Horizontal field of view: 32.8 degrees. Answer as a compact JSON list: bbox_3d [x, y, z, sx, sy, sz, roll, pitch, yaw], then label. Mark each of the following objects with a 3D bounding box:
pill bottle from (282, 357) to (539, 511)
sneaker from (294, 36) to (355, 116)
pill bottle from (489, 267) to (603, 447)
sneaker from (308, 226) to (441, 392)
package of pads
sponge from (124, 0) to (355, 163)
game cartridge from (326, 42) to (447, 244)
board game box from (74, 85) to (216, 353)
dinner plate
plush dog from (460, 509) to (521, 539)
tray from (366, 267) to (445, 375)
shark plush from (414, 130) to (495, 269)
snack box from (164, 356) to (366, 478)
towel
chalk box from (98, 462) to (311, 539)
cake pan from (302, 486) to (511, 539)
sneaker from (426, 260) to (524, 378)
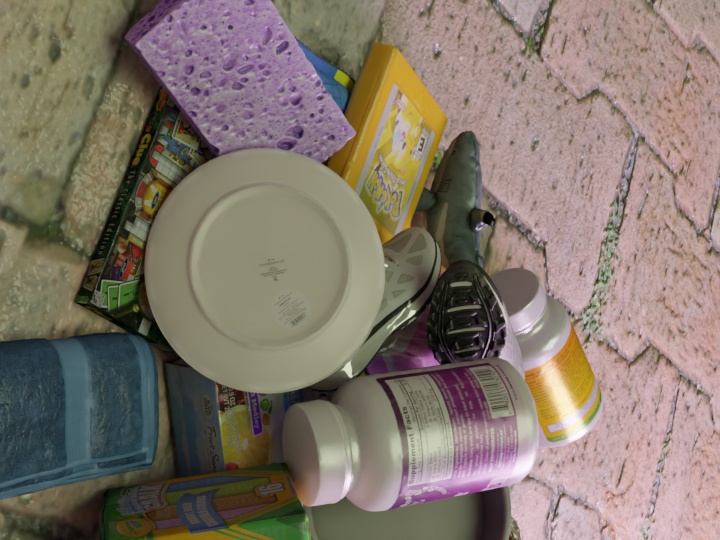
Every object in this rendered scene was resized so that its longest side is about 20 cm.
[{"bbox_3d":[0.040,0.139,1.024,0.198,0.112,0.114,-6,98,-23],"label":"pill bottle"},{"bbox_3d":[-0.075,-0.159,1.071,0.199,0.065,0.079,24,73,-50],"label":"sneaker"},{"bbox_3d":[0.197,0.097,1.395,0.111,0.110,0.201,-55,132,-33],"label":"pill bottle"},{"bbox_3d":[0.000,0.000,1.072,0.201,0.075,0.116,-50,131,-36],"label":"sneaker"},{"bbox_3d":[0.075,0.110,1.204,0.121,0.075,0.201,-63,140,-41],"label":"package of pads"},{"bbox_3d":[-0.094,-0.151,1.009,0.111,0.030,0.200,-41,129,-7],"label":"sponge"},{"bbox_3d":[0.018,-0.089,1.171,0.176,0.032,0.202,38,68,-64],"label":"game cartridge"},{"bbox_3d":[-0.158,-0.044,1.013,0.105,0.023,0.202,37,64,-48],"label":"board game box"},{"bbox_3d":[-0.074,-0.002,0.989,0.198,0.024,0.202,2,83,-12],"label":"dinner plate"},{"bbox_3d":[0.069,0.301,1.219,0.161,0.170,0.202,-91,178,-68],"label":"plush dog"},{"bbox_3d":[0.060,0.071,1.283,0.099,0.037,0.201,52,53,-40],"label":"tray"},{"bbox_3d":[0.101,-0.043,1.233,0.090,0.083,0.201,27,45,-31],"label":"shark plush"},{"bbox_3d":[-0.074,0.138,1.096,0.199,0.067,0.171,-20,108,-51],"label":"snack box"},{"bbox_3d":[-0.232,0.106,0.911,0.199,0.048,0.113,-3,94,-51],"label":"towel"},{"bbox_3d":[-0.140,0.239,0.945,0.198,0.124,0.126,-8,102,-10],"label":"chalk box"},{"bbox_3d":[0.038,0.205,1.082,0.198,0.037,0.202,8,67,-19],"label":"cake pan"},{"bbox_3d":[0.109,0.064,1.131,0.080,0.073,0.201,-79,157,-45],"label":"sneaker"}]
